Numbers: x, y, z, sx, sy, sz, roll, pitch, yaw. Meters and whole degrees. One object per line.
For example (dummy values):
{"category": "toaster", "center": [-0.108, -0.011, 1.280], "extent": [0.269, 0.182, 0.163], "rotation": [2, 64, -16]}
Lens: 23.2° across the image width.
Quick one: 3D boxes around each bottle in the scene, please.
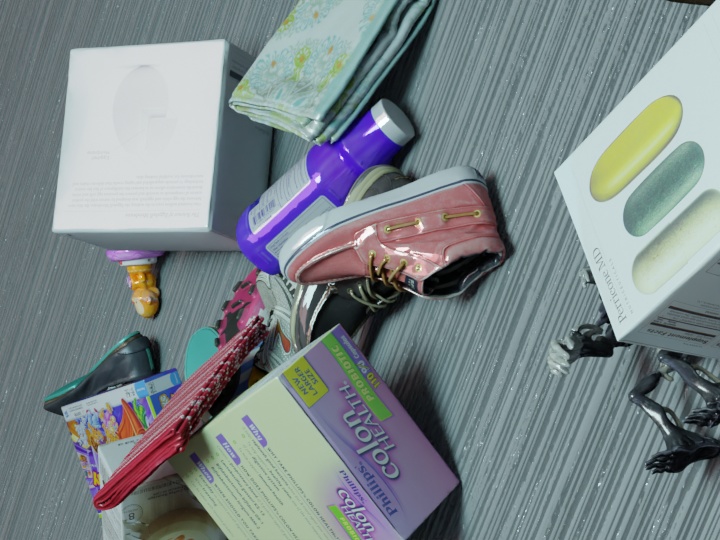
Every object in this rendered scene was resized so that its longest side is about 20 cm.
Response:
{"category": "bottle", "center": [-0.033, -0.083, 1.678], "extent": [0.200, 0.065, 0.084], "rotation": [-42, 21, 21]}

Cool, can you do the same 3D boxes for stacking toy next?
{"category": "stacking toy", "center": [-0.260, -0.044, 2.023], "extent": [0.116, 0.109, 0.202], "rotation": [179, 85, -65]}

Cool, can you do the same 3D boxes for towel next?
{"category": "towel", "center": [-0.029, -0.218, 1.696], "extent": [0.201, 0.048, 0.171], "rotation": [-54, 35, -9]}
{"category": "towel", "center": [-0.165, 0.133, 1.624], "extent": [0.144, 0.022, 0.200], "rotation": [-40, 9, 37]}

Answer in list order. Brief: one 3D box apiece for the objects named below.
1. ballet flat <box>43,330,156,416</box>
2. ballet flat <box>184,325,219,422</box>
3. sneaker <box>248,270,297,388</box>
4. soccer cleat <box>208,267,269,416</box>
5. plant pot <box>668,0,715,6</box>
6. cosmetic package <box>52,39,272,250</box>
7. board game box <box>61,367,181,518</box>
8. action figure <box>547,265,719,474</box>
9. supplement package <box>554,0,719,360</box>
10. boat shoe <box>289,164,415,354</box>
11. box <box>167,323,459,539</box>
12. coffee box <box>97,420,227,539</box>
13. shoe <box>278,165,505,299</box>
{"category": "ballet flat", "center": [-0.302, 0.141, 2.045], "extent": [0.199, 0.073, 0.074], "rotation": [-34, 54, 40]}
{"category": "ballet flat", "center": [-0.135, 0.149, 1.796], "extent": [0.067, 0.062, 0.201], "rotation": [-29, 51, 15]}
{"category": "sneaker", "center": [-0.074, 0.078, 1.687], "extent": [0.078, 0.081, 0.201], "rotation": [85, 169, -51]}
{"category": "soccer cleat", "center": [-0.104, 0.086, 1.773], "extent": [0.070, 0.086, 0.201], "rotation": [-35, 30, 39]}
{"category": "plant pot", "center": [0.311, -0.251, 1.171], "extent": [0.199, 0.186, 0.189], "rotation": [24, 101, 40]}
{"category": "cosmetic package", "center": [-0.206, -0.127, 1.862], "extent": [0.197, 0.123, 0.202], "rotation": [1, 79, 26]}
{"category": "board game box", "center": [-0.245, 0.192, 1.917], "extent": [0.199, 0.045, 0.136], "rotation": [-20, 90, 52]}
{"category": "action figure", "center": [0.205, 0.043, 1.292], "extent": [0.119, 0.101, 0.201], "rotation": [-57, 43, 35]}
{"category": "supplement package", "center": [0.264, -0.058, 1.184], "extent": [0.200, 0.149, 0.153], "rotation": [-48, 45, 38]}
{"category": "boat shoe", "center": [0.000, 0.000, 1.611], "extent": [0.073, 0.074, 0.202], "rotation": [24, 91, 48]}
{"category": "box", "center": [-0.045, 0.176, 1.550], "extent": [0.176, 0.097, 0.200], "rotation": [52, 136, -1]}
{"category": "coffee box", "center": [-0.195, 0.263, 1.749], "extent": [0.080, 0.113, 0.202], "rotation": [-131, 35, -50]}
{"category": "shoe", "center": [0.027, -0.013, 1.530], "extent": [0.198, 0.072, 0.092], "rotation": [-22, 58, 7]}
